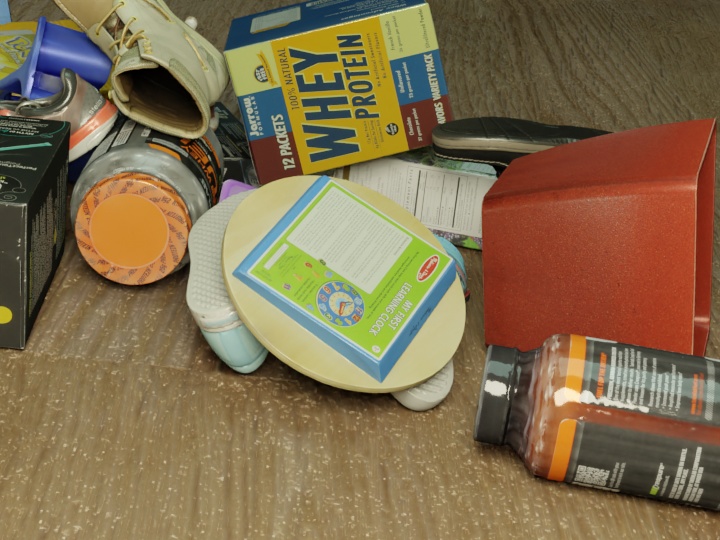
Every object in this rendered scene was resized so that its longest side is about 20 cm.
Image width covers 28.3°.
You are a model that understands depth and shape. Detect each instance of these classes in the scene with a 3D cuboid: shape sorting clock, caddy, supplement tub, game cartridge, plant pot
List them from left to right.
[{"bbox_3d":[-0.377,-0.225,1.572,0.200,0.032,0.176,-13,41,-32],"label":"game cartridge"},{"bbox_3d":[-0.309,-0.166,1.406,0.105,0.141,0.200,11,-13,-15],"label":"caddy"},{"bbox_3d":[-0.190,-0.069,1.282,0.122,0.123,0.200,7,23,-2],"label":"supplement tub"},{"bbox_3d":[-0.012,0.008,1.090,0.200,0.039,0.200,13,47,-14],"label":"shape sorting clock"},{"bbox_3d":[0.201,-0.011,1.203,0.176,0.200,0.200,3,20,17],"label":"plant pot"},{"bbox_3d":[0.183,0.103,1.009,0.200,0.107,0.107,10,22,5],"label":"supplement tub"}]

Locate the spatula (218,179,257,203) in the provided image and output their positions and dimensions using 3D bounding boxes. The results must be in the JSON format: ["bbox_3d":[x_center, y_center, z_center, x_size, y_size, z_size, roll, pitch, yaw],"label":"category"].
[{"bbox_3d":[-0.039,-0.038,1.364,0.200,0.057,0.021,13,-14,-6],"label":"spatula"}]

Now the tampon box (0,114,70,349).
[{"bbox_3d":[-0.327,-0.039,1.160,0.150,0.126,0.200,6,23,-3],"label":"tampon box"}]

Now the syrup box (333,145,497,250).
[{"bbox_3d":[0.077,-0.080,1.447,0.200,0.081,0.079,10,22,13],"label":"syrup box"}]

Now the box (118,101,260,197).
[{"bbox_3d":[-0.198,-0.133,1.538,0.160,0.044,0.200,-3,25,-24],"label":"box"}]

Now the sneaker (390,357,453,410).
[{"bbox_3d":[0.007,0.044,1.151,0.074,0.082,0.200,-13,54,-27],"label":"sneaker"}]

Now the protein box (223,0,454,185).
[{"bbox_3d":[-0.022,-0.194,1.420,0.198,0.135,0.200,-13,19,2],"label":"protein box"}]

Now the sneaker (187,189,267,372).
[{"bbox_3d":[-0.097,0.009,1.159,0.074,0.082,0.200,-10,32,13],"label":"sneaker"}]

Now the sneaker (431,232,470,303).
[{"bbox_3d":[0.000,0.000,1.237,0.200,0.079,0.096,4,25,-9],"label":"sneaker"}]

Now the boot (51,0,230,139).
[{"bbox_3d":[-0.210,-0.203,1.284,0.200,0.072,0.155,37,20,-14],"label":"boot"}]

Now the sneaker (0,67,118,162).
[{"bbox_3d":[-0.319,-0.113,1.292,0.200,0.082,0.077,-36,26,1],"label":"sneaker"}]

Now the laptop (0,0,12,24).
[{"bbox_3d":[-0.459,-0.235,1.605,0.187,0.116,0.200,-7,27,-31],"label":"laptop"}]

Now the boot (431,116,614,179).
[{"bbox_3d":[0.156,-0.062,1.340,0.200,0.151,0.073,3,24,-15],"label":"boot"}]

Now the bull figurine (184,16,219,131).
[{"bbox_3d":[-0.197,-0.213,1.437,0.065,0.200,0.121,-9,17,19],"label":"bull figurine"}]
